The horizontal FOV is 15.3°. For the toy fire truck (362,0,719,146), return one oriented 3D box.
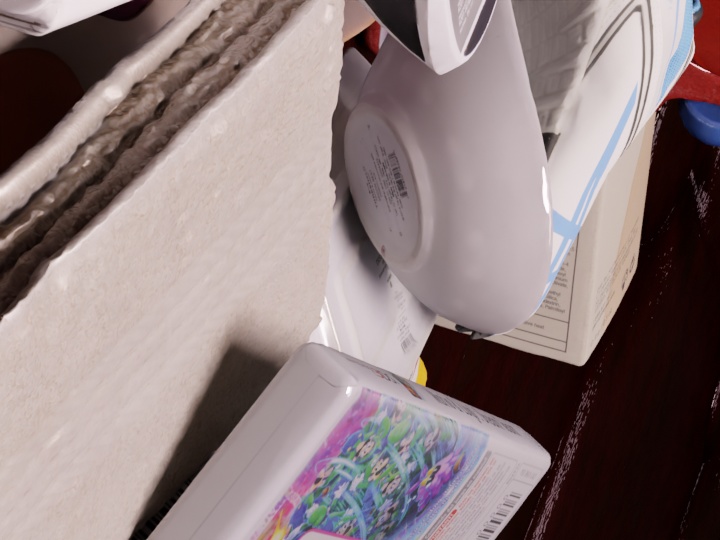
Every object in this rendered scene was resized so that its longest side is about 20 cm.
[{"bbox_3d":[0.104,-0.108,0.957,0.168,0.199,0.113,98,4,-63],"label":"toy fire truck"}]

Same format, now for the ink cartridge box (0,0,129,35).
[{"bbox_3d":[-0.055,-0.152,0.655,0.200,0.084,0.146,-36,140,-63],"label":"ink cartridge box"}]

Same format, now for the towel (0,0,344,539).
[{"bbox_3d":[-0.066,0.021,0.657,0.200,0.034,0.133,-48,155,-39],"label":"towel"}]

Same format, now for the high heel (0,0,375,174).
[{"bbox_3d":[-0.087,-0.058,0.736,0.199,0.096,0.068,-24,117,-39],"label":"high heel"}]

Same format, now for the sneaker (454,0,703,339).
[{"bbox_3d":[0.070,-0.057,0.854,0.072,0.072,0.201,-7,135,-28],"label":"sneaker"}]

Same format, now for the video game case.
[{"bbox_3d":[-0.038,0.115,0.761,0.200,0.024,0.182,-51,158,5],"label":"video game case"}]

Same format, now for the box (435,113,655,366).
[{"bbox_3d":[0.072,-0.069,1.108,0.078,0.094,0.201,-55,157,-47],"label":"box"}]

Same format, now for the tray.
[{"bbox_3d":[0.000,0.000,0.875,0.200,0.022,0.108,-60,137,-67],"label":"tray"}]

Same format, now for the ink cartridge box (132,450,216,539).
[{"bbox_3d":[-0.064,0.149,0.829,0.160,0.047,0.200,-48,144,-6],"label":"ink cartridge box"}]

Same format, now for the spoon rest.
[{"bbox_3d":[0.019,-0.078,0.825,0.060,0.099,0.201,-18,92,-23],"label":"spoon rest"}]

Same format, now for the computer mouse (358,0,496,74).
[{"bbox_3d":[0.006,-0.132,0.651,0.201,0.044,0.110,84,21,-44],"label":"computer mouse"}]

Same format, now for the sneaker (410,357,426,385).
[{"bbox_3d":[-0.027,0.063,0.959,0.082,0.077,0.201,96,9,-49],"label":"sneaker"}]
